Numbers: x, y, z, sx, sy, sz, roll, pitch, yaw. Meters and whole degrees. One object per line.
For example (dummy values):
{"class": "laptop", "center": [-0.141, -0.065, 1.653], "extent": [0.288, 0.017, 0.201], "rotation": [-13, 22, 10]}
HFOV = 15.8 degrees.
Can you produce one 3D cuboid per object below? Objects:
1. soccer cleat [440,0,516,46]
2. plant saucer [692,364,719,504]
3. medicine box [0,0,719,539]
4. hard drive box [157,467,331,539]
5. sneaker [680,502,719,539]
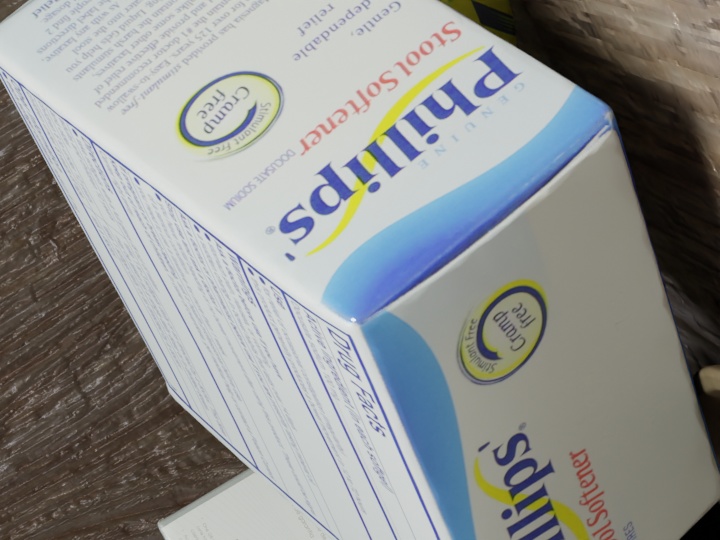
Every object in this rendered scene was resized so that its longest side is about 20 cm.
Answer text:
{"class": "soccer cleat", "center": [0.006, -0.114, 0.815], "extent": [0.084, 0.064, 0.201], "rotation": [-112, -1, -49]}
{"class": "plant saucer", "center": [0.164, 0.111, 0.783], "extent": [0.201, 0.029, 0.200], "rotation": [59, 174, 9]}
{"class": "medicine box", "center": [0.000, 0.000, 0.820], "extent": [0.200, 0.103, 0.183], "rotation": [36, 159, 40]}
{"class": "hard drive box", "center": [0.026, 0.144, 1.265], "extent": [0.156, 0.199, 0.077], "rotation": [59, 175, 16]}
{"class": "sneaker", "center": [0.086, 0.056, 0.949], "extent": [0.200, 0.079, 0.131], "rotation": [45, 169, 33]}
